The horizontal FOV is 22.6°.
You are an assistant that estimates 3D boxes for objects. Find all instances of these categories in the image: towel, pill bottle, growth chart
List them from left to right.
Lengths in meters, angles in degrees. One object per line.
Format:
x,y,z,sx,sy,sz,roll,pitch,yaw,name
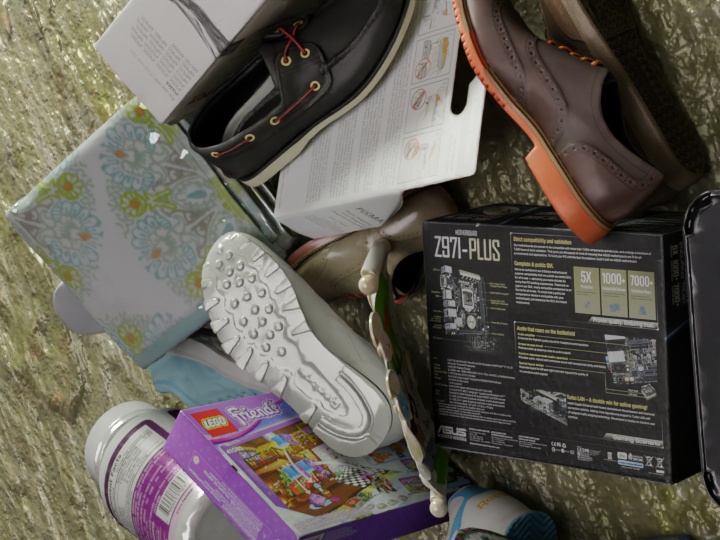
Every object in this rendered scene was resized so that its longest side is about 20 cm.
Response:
-0.159,-0.035,1.403,0.200,0.048,0.171,-37,95,29,towel
-0.147,0.180,1.493,0.200,0.112,0.112,27,117,51,pill bottle
0.032,0.074,1.269,0.018,0.145,0.200,-14,110,8,growth chart

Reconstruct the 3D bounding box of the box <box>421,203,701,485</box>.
0.146,0.044,1.212,0.200,0.086,0.164,4,102,43,box

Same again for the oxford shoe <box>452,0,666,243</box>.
0.124,-0.117,1.139,0.072,0.071,0.200,-35,72,21,oxford shoe

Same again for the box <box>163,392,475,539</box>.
-0.027,0.144,1.319,0.137,0.200,0.039,43,120,29,box

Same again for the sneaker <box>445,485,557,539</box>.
0.089,0.256,1.329,0.081,0.076,0.200,26,111,48,sneaker

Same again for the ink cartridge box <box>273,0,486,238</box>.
0.028,-0.116,1.273,0.200,0.057,0.163,-8,67,41,ink cartridge box

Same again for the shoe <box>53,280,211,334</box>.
-0.150,0.005,1.498,0.200,0.091,0.072,-7,109,15,shoe

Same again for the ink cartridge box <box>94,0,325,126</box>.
-0.081,-0.213,1.306,0.083,0.147,0.200,48,123,3,ink cartridge box

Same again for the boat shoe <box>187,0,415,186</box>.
-0.042,-0.141,1.279,0.201,0.063,0.074,-42,42,25,boat shoe

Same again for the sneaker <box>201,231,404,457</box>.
-0.040,0.053,1.338,0.076,0.080,0.200,-44,78,25,sneaker

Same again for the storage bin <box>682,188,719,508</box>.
0.280,0.045,1.081,0.135,0.094,0.200,1,101,44,storage bin

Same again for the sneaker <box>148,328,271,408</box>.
-0.103,0.089,1.476,0.200,0.074,0.082,16,119,49,sneaker

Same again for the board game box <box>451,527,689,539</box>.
0.136,0.253,1.236,0.200,0.062,0.200,24,110,-1,board game box

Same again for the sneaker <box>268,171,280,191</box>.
-0.126,-0.064,1.477,0.200,0.077,0.089,3,133,41,sneaker

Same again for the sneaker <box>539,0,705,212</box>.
0.147,-0.130,1.180,0.075,0.070,0.200,-33,77,35,sneaker

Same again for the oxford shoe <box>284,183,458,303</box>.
0.000,0.000,1.354,0.200,0.070,0.075,-40,76,42,oxford shoe
